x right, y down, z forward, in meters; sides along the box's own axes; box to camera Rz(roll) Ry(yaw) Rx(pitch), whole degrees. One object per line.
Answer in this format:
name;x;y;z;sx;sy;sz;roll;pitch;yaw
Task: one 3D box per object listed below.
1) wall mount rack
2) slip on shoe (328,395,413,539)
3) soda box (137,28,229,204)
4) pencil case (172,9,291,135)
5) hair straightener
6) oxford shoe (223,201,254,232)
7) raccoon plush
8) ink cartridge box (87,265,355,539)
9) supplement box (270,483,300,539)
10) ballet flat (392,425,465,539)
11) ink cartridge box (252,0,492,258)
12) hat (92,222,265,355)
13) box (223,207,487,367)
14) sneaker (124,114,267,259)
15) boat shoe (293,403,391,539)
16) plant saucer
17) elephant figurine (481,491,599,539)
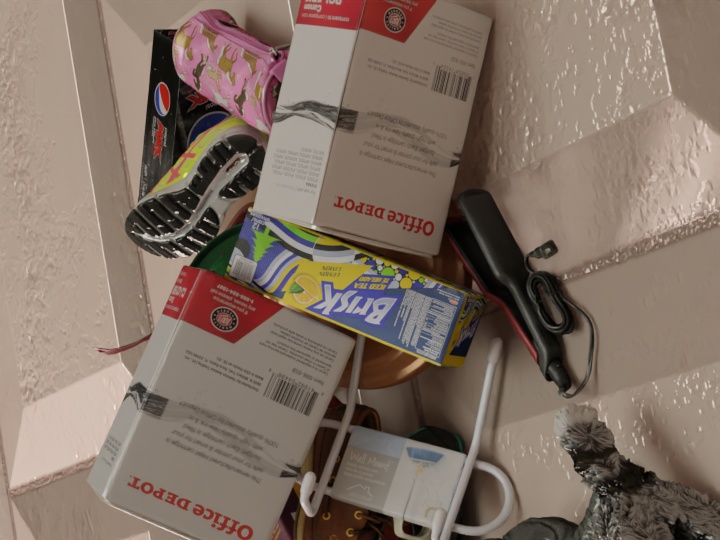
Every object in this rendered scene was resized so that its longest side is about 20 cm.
wall mount rack;0.036;0.132;1.652;0.075;0.199;0.175;73;-146;-63
slip on shoe;-0.009;0.163;1.795;0.200;0.074;0.061;53;145;32
soda box;-0.176;-0.139;2.036;0.071;0.063;0.201;33;122;51
pencil case;-0.104;-0.186;1.897;0.200;0.082;0.087;32;104;53
hair straightener;0.128;0.012;1.583;0.201;0.041;0.077;64;143;31
oxford shoe;-0.130;0.012;1.981;0.075;0.070;0.201;-113;40;-58
raccoon plush;0.199;0.207;1.463;0.201;0.096;0.135;-115;29;-42
ink cartridge box;-0.114;0.116;1.641;0.201;0.144;0.084;-66;16;-5
supplement box;-0.014;0.283;1.783;0.201;0.110;0.086;61;143;33
ballet flat;0.058;0.233;1.701;0.068;0.068;0.202;-20;77;56
ink cartridge box;0.010;-0.124;1.606;0.083;0.146;0.201;14;90;46
hat;-0.107;0.017;1.770;0.176;0.164;0.201;64;-142;-67
box;-0.004;0.013;1.627;0.199;0.070;0.065;22;94;18
sneaker;-0.152;-0.087;1.975;0.200;0.078;0.091;-36;26;32
boat shoe;-0.011;0.207;1.698;0.067;0.072;0.202;-16;66;33
plant saucer;0.000;0.000;1.710;0.199;0.032;0.202;-2;87;29
elephant figurine;0.132;0.252;1.554;0.142;0.154;0.202;71;-158;-82
